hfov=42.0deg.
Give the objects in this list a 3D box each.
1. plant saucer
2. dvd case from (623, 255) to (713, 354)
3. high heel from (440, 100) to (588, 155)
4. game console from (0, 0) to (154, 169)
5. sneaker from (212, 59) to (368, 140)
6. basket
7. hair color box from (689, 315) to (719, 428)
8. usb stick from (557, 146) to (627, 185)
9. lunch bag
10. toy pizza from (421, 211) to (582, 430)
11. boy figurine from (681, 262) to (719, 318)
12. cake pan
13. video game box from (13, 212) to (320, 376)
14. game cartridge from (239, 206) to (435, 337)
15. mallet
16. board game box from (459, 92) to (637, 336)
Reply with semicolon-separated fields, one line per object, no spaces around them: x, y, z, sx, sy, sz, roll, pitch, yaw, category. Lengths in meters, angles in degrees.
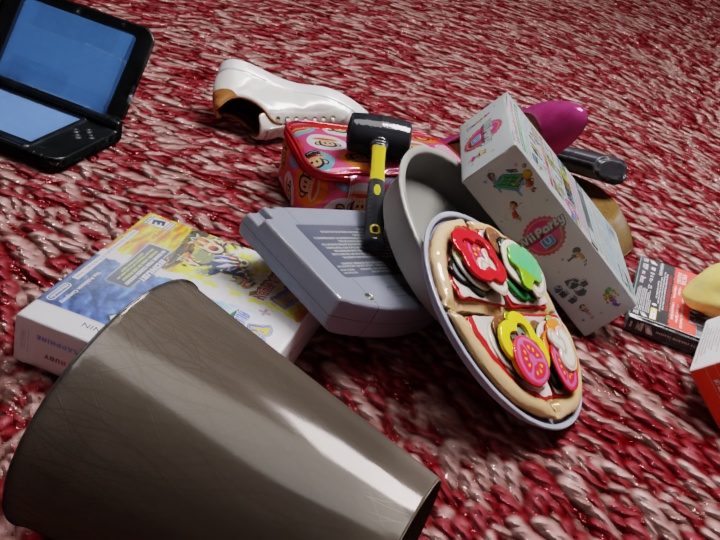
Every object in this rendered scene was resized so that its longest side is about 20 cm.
0.228;-0.077;1.097;0.197;0.036;0.201;11;29;-6;plant saucer
0.371;0.054;0.948;0.198;0.022;0.146;20;30;12;dvd case
0.160;-0.144;1.076;0.199;0.068;0.096;-21;-3;42;high heel
-0.350;-0.212;0.999;0.198;0.118;0.176;20;30;13;game console
-0.085;-0.180;1.131;0.197;0.073;0.086;16;59;-9;sneaker
-0.066;0.121;0.537;0.198;0.137;0.181;28;48;15;basket
0.388;0.056;0.785;0.064;0.199;0.111;59;34;-5;hair color box
0.253;-0.140;1.167;0.055;0.033;0.200;7;12;-27;usb stick
0.012;-0.105;1.016;0.197;0.083;0.177;2;27;-19;lunch bag
0.125;0.033;0.763;0.199;0.032;0.202;36;34;-29;toy pizza
0.407;0.027;0.881;0.198;0.126;0.064;-4;22;40;boy figurine
0.090;-0.017;0.834;0.200;0.037;0.202;36;36;-31;cake pan
-0.137;0.036;0.737;0.180;0.047;0.200;22;30;7;video game box
0.000;0.000;0.801;0.133;0.042;0.199;50;25;22;game cartridge
0.006;-0.087;0.870;0.065;0.042;0.201;13;39;1;mallet
0.179;-0.058;0.908;0.200;0.064;0.148;49;22;-18;board game box
